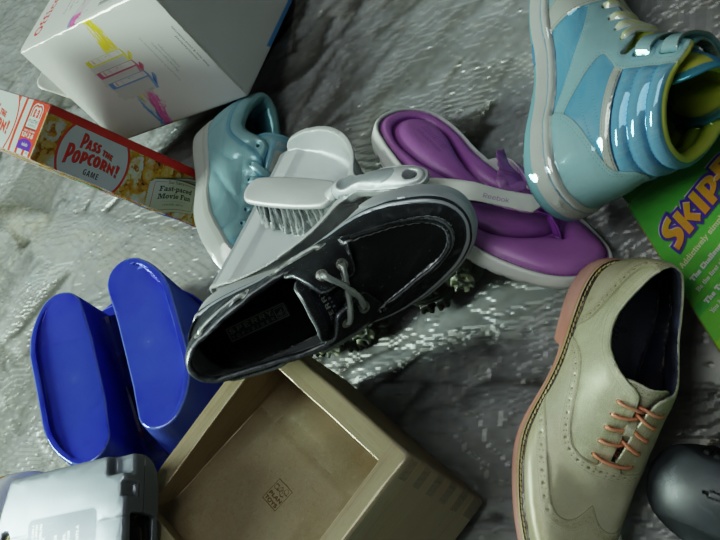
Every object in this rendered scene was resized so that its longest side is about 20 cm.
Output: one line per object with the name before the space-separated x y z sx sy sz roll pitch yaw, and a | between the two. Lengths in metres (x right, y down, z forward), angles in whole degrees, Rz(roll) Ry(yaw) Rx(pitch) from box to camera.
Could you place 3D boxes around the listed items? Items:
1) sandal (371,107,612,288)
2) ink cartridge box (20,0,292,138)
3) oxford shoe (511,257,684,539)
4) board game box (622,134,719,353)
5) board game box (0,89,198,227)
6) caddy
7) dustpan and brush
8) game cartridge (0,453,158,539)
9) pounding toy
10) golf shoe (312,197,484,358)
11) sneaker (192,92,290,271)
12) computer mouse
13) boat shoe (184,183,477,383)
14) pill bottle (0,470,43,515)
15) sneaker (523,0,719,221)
sandal | 0.077 -0.056 0.747 0.202 0.082 0.050 39 144 33
ink cartridge box | -0.184 -0.213 1.005 0.199 0.125 0.129 -11 47 40
oxford shoe | 0.136 0.086 0.651 0.074 0.070 0.202 162 121 -72
board game box | 0.228 -0.005 0.648 0.095 0.030 0.201 -41 54 23
board game box | -0.220 -0.092 0.963 0.151 0.199 0.047 20 88 43
caddy | -0.178 0.090 0.928 0.141 0.105 0.201 -25 56 5
dustpan and brush | -0.023 -0.049 0.786 0.199 0.057 0.140 3 58 40
game cartridge | -0.189 0.227 0.741 0.133 0.041 0.201 -19 62 35
pounding toy | -0.049 0.174 0.777 0.200 0.142 0.184 -53 47 -1
golf shoe | 0.000 0.000 0.830 0.199 0.077 0.089 -23 47 26
sneaker | -0.084 -0.068 0.911 0.082 0.074 0.201 -41 47 27
computer mouse | 0.231 0.136 0.589 0.199 0.034 0.059 15 84 43
boat shoe | -0.020 0.013 0.703 0.199 0.072 0.068 -23 15 11
pill bottle | -0.295 0.229 0.966 0.199 0.111 0.112 -20 62 40
sneaker | 0.170 -0.135 0.697 0.130 0.079 0.202 -17 61 46
